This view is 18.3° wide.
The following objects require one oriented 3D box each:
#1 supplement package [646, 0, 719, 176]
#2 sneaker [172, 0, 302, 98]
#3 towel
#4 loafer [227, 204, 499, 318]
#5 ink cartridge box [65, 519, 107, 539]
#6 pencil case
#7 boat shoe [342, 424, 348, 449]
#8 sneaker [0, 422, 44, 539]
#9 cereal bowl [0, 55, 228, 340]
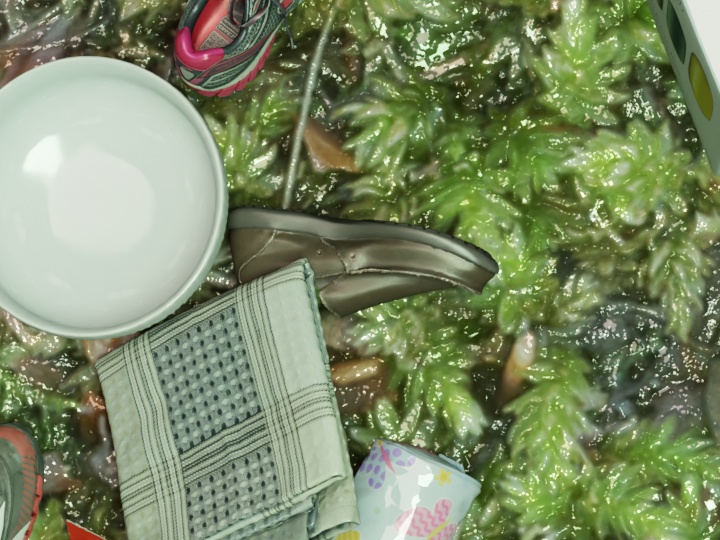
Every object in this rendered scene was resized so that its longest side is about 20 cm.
[{"bbox_3d":[0.285,-0.175,1.505,0.150,0.200,0.153,-21,80,3],"label":"supplement package"},{"bbox_3d":[-0.065,-0.216,1.611,0.080,0.075,0.201,29,86,9],"label":"sneaker"},{"bbox_3d":[-0.097,0.114,1.538,0.192,0.034,0.201,-24,64,24],"label":"towel"},{"bbox_3d":[0.000,0.000,1.583,0.199,0.073,0.071,7,88,16],"label":"loafer"},{"bbox_3d":[-0.117,0.262,1.490,0.199,0.163,0.050,25,60,17],"label":"ink cartridge box"},{"bbox_3d":[0.011,0.216,1.539,0.083,0.091,0.201,19,83,46],"label":"pencil case"},{"bbox_3d":[-0.064,0.188,1.558,0.075,0.074,0.201,13,84,8],"label":"boat shoe"},{"bbox_3d":[-0.286,0.198,1.569,0.071,0.098,0.201,27,85,11],"label":"sneaker"},{"bbox_3d":[-0.187,-0.048,1.597,0.199,0.083,0.201,-1,83,6],"label":"cereal bowl"}]
